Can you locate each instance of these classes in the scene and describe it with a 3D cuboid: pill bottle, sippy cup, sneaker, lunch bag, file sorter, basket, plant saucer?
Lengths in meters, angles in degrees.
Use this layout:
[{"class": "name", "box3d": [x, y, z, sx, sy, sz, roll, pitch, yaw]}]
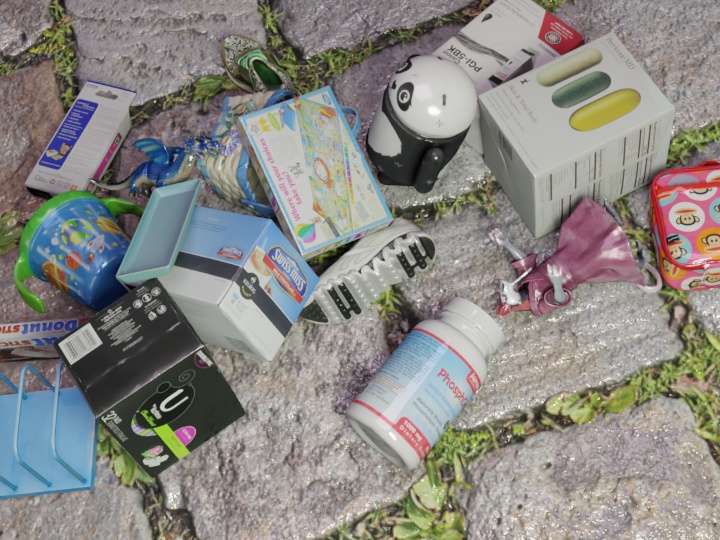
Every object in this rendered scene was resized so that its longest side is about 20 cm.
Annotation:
[{"class": "pill bottle", "box3d": [0.082, 0.132, 1.300, 0.109, 0.109, 0.200, 34, 72, 25]}, {"class": "sippy cup", "box3d": [-0.360, -0.017, 1.435, 0.130, 0.140, 0.178, 36, 96, 27]}, {"class": "sneaker", "box3d": [-0.147, -0.299, 1.591, 0.077, 0.089, 0.200, -36, 61, -10]}, {"class": "sneaker", "box3d": [0.000, 0.000, 1.418, 0.199, 0.075, 0.081, -30, 44, -7]}, {"class": "lunch bag", "box3d": [0.468, -0.068, 1.363, 0.199, 0.082, 0.177, -6, 57, 5]}, {"class": "file sorter", "box3d": [-0.447, 0.199, 1.351, 0.199, 0.123, 0.139, -7, 60, 7]}, {"class": "basket", "box3d": [-0.112, -0.154, 1.475, 0.199, 0.139, 0.177, 11, 67, 19]}, {"class": "plant saucer", "box3d": [-0.244, -0.050, 1.329, 0.070, 0.019, 0.200, -11, 35, 12]}]

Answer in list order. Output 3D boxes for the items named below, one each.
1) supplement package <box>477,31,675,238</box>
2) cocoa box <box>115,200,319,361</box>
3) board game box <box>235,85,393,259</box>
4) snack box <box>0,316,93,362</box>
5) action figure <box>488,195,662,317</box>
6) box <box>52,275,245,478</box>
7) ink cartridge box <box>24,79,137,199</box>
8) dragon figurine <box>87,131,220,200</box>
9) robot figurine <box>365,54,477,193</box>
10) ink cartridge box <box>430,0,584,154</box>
[{"class": "supplement package", "box3d": [0.279, -0.176, 1.411, 0.199, 0.151, 0.152, -26, 59, -5]}, {"class": "cocoa box", "box3d": [-0.181, 0.009, 1.371, 0.199, 0.134, 0.132, 12, 61, 39]}, {"class": "board game box", "box3d": [-0.060, -0.127, 1.398, 0.134, 0.034, 0.201, -22, 80, -19]}, {"class": "snack box", "box3d": [-0.408, 0.092, 1.431, 0.199, 0.072, 0.024, -5, 59, 8]}, {"class": "action figure", "box3d": [0.254, 0.001, 1.365, 0.200, 0.149, 0.134, -37, 39, 11]}, {"class": "box", "box3d": [-0.251, 0.133, 1.306, 0.148, 0.200, 0.124, -34, 59, -10]}, {"class": "ink cartridge box", "box3d": [-0.412, -0.191, 1.611, 0.094, 0.037, 0.201, 15, 68, 19]}, {"class": "dragon figurine", "box3d": [-0.275, -0.145, 1.459, 0.199, 0.059, 0.100, 9, 91, 33]}, {"class": "robot figurine", "box3d": [0.076, -0.192, 1.425, 0.150, 0.200, 0.125, 44, 56, 11]}, {"class": "ink cartridge box", "box3d": [0.197, -0.283, 1.524, 0.200, 0.083, 0.147, -41, 63, -14]}]
